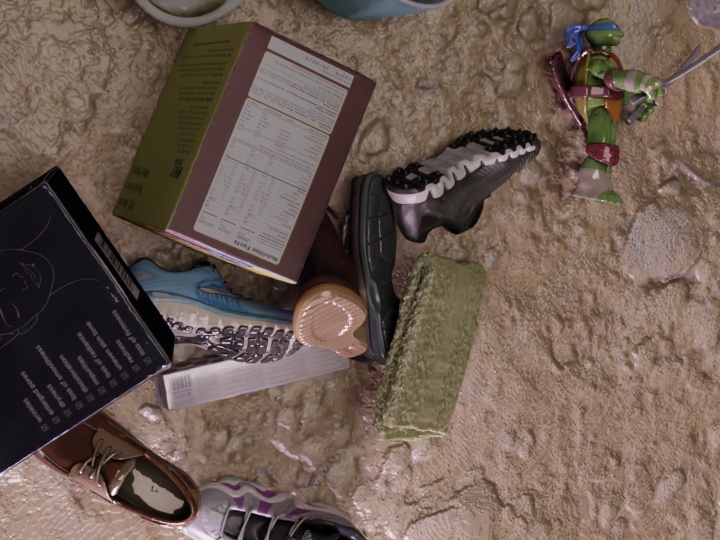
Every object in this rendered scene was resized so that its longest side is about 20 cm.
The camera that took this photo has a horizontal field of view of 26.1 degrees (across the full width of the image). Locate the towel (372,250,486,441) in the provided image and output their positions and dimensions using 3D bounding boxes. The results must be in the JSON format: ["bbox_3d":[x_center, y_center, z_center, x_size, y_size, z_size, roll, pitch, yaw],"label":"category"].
[{"bbox_3d":[0.072,0.082,1.621,0.148,0.036,0.200,11,94,-61],"label":"towel"}]

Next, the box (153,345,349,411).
[{"bbox_3d":[-0.110,0.099,1.573,0.200,0.039,0.042,-13,102,-22],"label":"box"}]

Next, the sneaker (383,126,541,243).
[{"bbox_3d":[0.110,-0.088,1.640,0.200,0.066,0.091,-26,125,-30],"label":"sneaker"}]

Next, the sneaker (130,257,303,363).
[{"bbox_3d":[-0.138,0.029,1.523,0.200,0.078,0.090,13,58,-16],"label":"sneaker"}]

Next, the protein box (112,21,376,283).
[{"bbox_3d":[-0.113,-0.112,1.459,0.135,0.198,0.200,23,87,-23],"label":"protein box"}]

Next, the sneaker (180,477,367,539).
[{"bbox_3d":[-0.074,0.263,1.553,0.200,0.140,0.078,10,92,-25],"label":"sneaker"}]

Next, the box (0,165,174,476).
[{"bbox_3d":[-0.302,0.045,1.396,0.196,0.124,0.200,-33,101,0],"label":"box"}]

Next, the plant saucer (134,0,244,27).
[{"bbox_3d":[-0.160,-0.333,1.470,0.200,0.050,0.200,-28,133,-35],"label":"plant saucer"}]

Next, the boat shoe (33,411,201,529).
[{"bbox_3d":[-0.238,0.185,1.496,0.200,0.072,0.076,29,84,-11],"label":"boat shoe"}]

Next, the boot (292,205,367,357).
[{"bbox_3d":[-0.046,-0.011,1.487,0.072,0.200,0.167,-20,73,3],"label":"boot"}]

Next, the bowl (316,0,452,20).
[{"bbox_3d":[0.000,-0.325,1.514,0.201,0.105,0.201,21,58,-37],"label":"bowl"}]

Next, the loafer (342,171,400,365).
[{"bbox_3d":[0.000,0.000,1.600,0.072,0.063,0.201,-18,104,-61],"label":"loafer"}]

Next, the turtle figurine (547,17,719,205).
[{"bbox_3d":[0.300,-0.166,1.671,0.200,0.144,0.194,7,97,-21],"label":"turtle figurine"}]
